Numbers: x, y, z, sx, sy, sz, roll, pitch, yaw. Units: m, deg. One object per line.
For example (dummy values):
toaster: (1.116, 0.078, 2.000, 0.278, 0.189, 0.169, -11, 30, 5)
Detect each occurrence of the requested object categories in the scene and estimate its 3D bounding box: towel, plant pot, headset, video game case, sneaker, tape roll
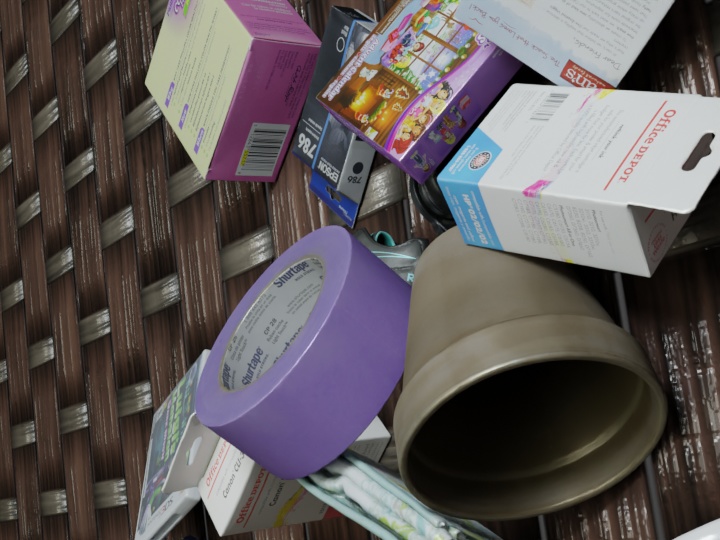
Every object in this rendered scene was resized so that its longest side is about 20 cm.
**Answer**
towel: (0.051, 0.212, 0.927, 0.199, 0.170, 0.049, 26, 83, 52)
plant pot: (0.112, 0.062, 0.847, 0.201, 0.197, 0.175, -57, 30, 38)
headset: (0.075, -0.100, 0.950, 0.125, 0.093, 0.201, -64, 36, 32)
video game case: (-0.230, 0.227, 1.389, 0.182, 0.023, 0.203, -48, 31, 44)
sneaker: (0.000, 0.000, 1.092, 0.198, 0.075, 0.081, 10, 89, 45)
tape roll: (-0.046, 0.068, 0.948, 0.200, 0.085, 0.201, -41, 24, 22)

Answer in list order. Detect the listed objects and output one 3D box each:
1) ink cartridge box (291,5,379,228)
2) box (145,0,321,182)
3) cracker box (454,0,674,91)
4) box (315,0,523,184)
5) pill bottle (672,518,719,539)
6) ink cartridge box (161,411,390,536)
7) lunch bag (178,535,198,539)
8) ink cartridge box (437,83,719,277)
ink cartridge box: (-0.018, -0.154, 1.131, 0.099, 0.039, 0.203, 41, 123, 46)
box: (-0.147, -0.230, 1.263, 0.201, 0.095, 0.178, 53, 131, 39)
cracker box: (0.161, -0.224, 0.766, 0.133, 0.058, 0.201, 34, 142, 5)
box: (0.068, -0.184, 0.922, 0.201, 0.039, 0.137, -50, 45, 1)
pill bottle: (0.258, 0.255, 0.679, 0.116, 0.114, 0.203, -47, 54, 44)
ink cartridge box: (-0.082, 0.189, 1.087, 0.068, 0.197, 0.118, 53, 131, 39)
lunch bag: (-0.210, 0.437, 1.384, 0.200, 0.075, 0.163, 39, 124, 46)
ink cartridge box: (0.167, -0.065, 0.775, 0.198, 0.115, 0.068, 13, 142, 42)
